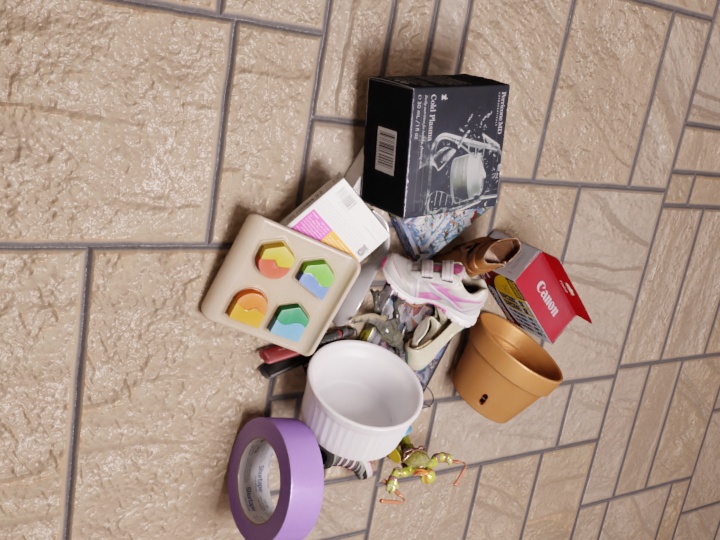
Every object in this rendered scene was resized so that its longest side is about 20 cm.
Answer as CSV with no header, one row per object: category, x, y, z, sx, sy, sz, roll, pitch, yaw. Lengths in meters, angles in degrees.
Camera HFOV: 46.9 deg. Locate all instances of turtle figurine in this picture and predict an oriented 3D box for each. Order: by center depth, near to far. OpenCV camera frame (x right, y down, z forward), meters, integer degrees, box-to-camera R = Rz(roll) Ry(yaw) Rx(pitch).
turtle figurine,0.086,0.355,1.547,0.198,0.161,0.065,-17,119,-30

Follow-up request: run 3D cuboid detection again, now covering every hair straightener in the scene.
hair straightener,-0.086,0.143,1.427,0.199,0.041,0.078,-20,134,-34

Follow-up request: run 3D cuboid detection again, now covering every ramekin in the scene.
ramekin,-0.003,0.220,1.385,0.199,0.201,0.098,-7,133,-33

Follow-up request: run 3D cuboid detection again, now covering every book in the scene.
book,-0.068,-0.041,1.313,0.199,0.048,0.134,-39,123,5

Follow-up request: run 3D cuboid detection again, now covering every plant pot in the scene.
plant pot,0.271,0.198,1.610,0.199,0.201,0.141,20,114,-39

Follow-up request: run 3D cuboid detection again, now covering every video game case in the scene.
video game case,0.082,0.136,1.542,0.199,0.025,0.182,26,93,-39

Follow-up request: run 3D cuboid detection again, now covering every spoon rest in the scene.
spoon rest,0.000,0.000,1.391,0.060,0.099,0.202,23,87,-23

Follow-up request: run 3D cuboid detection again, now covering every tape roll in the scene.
tape roll,-0.141,0.342,1.356,0.065,0.200,0.202,8,104,-37

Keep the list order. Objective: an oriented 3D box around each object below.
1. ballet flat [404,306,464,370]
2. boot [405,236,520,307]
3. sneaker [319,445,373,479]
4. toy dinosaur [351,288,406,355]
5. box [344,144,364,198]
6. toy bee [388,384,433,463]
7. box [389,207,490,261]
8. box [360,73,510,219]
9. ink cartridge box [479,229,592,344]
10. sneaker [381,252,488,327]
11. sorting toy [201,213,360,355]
ballet flat,0.146,0.096,1.504,0.200,0.069,0.070,-46,129,-29
boot,0.175,-0.005,1.461,0.199,0.154,0.074,-36,103,-24
sneaker,-0.038,0.327,1.508,0.087,0.074,0.201,-25,138,1
toy dinosaur,0.043,0.082,1.430,0.200,0.047,0.089,40,52,-54
box,0.029,-0.194,1.359,0.039,0.041,0.201,32,88,-39
toy bee,0.046,0.289,1.518,0.108,0.132,0.199,-32,155,36
box,0.145,-0.122,1.471,0.199,0.040,0.138,-38,127,-17
box,0.117,-0.201,1.316,0.195,0.124,0.202,-11,115,-34
ink cartridge box,0.325,0.039,1.578,0.084,0.175,0.200,-46,127,-10
sneaker,0.129,0.013,1.384,0.198,0.082,0.088,23,126,-17
sorting toy,-0.122,0.029,1.290,0.198,0.037,0.186,24,106,-22
